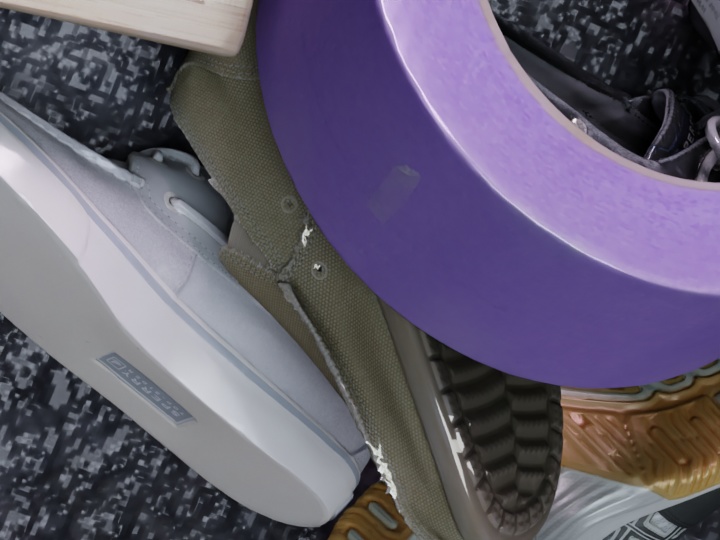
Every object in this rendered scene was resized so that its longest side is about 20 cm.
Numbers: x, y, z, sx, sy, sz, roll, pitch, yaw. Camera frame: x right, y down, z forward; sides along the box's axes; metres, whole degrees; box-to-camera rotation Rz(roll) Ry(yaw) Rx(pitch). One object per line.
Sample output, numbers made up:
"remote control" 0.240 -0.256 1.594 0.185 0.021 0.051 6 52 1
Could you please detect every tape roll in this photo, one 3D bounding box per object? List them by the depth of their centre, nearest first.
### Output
"tape roll" 0.075 -0.072 0.850 0.200 0.085 0.200 10 65 -22

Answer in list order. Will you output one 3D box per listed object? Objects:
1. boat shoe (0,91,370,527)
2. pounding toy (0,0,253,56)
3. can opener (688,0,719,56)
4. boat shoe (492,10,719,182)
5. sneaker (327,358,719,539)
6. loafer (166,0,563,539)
"boat shoe" -0.065 -0.001 0.919 0.200 0.072 0.069 41 61 -16
"pounding toy" -0.103 -0.180 0.811 0.184 0.142 0.200 11 103 -18
"can opener" 0.193 -0.038 0.986 0.053 0.067 0.200 -42 100 12
"boat shoe" 0.099 -0.030 0.946 0.199 0.074 0.068 29 112 -11
"sneaker" 0.071 0.082 0.982 0.200 0.076 0.088 -26 146 -18
"loafer" 0.000 0.000 0.887 0.068 0.076 0.200 -29 77 33
